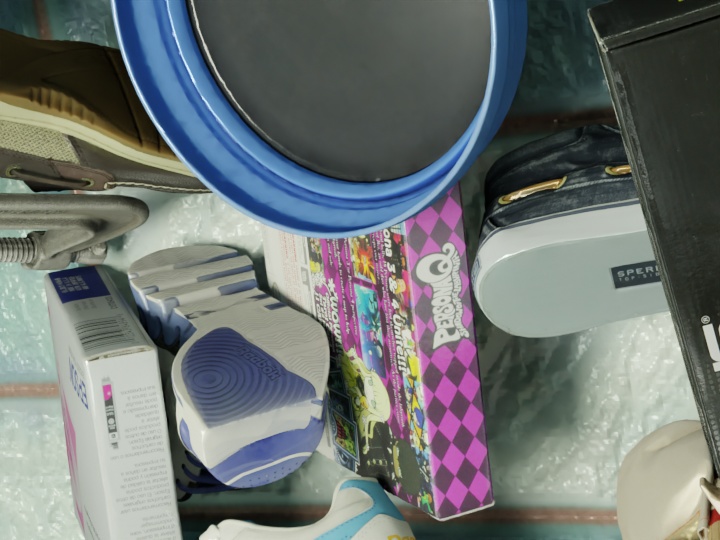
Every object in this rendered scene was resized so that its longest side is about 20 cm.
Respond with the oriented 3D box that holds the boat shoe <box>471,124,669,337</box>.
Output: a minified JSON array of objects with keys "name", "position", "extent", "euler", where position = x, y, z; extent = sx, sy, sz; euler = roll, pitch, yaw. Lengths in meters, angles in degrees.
[{"name":"boat shoe","position":[0.148,-0.030,0.954],"extent":[0.199,0.091,0.071],"euler":[-6,129,9]}]

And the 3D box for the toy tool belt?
[{"name":"toy tool belt","position":[0.195,0.108,0.918],"extent":[0.125,0.123,0.200],"euler":[37,121,-18]}]

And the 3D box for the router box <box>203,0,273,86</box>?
[{"name":"router box","position":[-0.054,-0.189,1.000],"extent":[0.200,0.049,0.180],"euler":[-52,50,38]}]

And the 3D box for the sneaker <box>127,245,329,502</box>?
[{"name":"sneaker","position":[-0.061,0.072,1.078],"extent":[0.199,0.080,0.116],"euler":[-128,29,-63]}]

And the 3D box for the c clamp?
[{"name":"c clamp","position":[-0.199,-0.013,1.097],"extent":[0.170,0.199,0.027],"euler":[-15,79,44]}]

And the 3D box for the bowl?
[{"name":"bowl","position":[-0.019,-0.114,0.900],"extent":[0.200,0.039,0.202],"euler":[14,116,32]}]

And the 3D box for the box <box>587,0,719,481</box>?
[{"name":"box","position":[0.203,-0.032,0.814],"extent":[0.192,0.048,0.201],"euler":[-17,114,3]}]

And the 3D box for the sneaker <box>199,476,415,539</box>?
[{"name":"sneaker","position":[-0.063,0.166,1.012],"extent":[0.199,0.077,0.081],"euler":[-24,72,7]}]

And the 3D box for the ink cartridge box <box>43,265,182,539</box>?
[{"name":"ink cartridge box","position":[-0.126,0.114,1.125],"extent":[0.196,0.043,0.201],"euler":[-143,46,-72]}]

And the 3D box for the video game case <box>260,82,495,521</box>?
[{"name":"video game case","position":[0.000,0.000,1.027],"extent":[0.181,0.036,0.201],"euler":[-160,61,-65]}]

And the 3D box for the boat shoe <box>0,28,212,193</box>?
[{"name":"boat shoe","position":[-0.152,-0.073,1.060],"extent":[0.065,0.199,0.073],"euler":[-54,31,36]}]
